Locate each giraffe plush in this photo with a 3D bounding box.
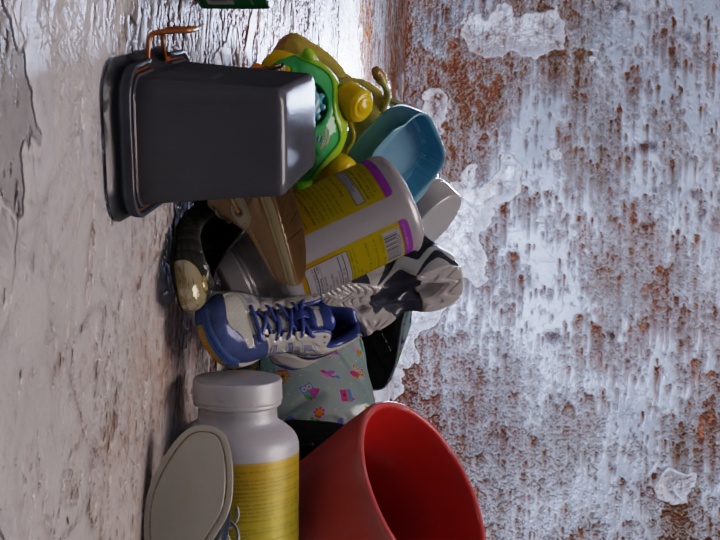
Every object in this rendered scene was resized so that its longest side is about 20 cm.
[{"bbox_3d":[-0.051,-0.147,1.571,0.162,0.200,0.173,-61,156,-17],"label":"giraffe plush"}]

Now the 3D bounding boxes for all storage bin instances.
[{"bbox_3d":[-0.112,-0.122,1.108,0.200,0.134,0.146,-64,155,-76],"label":"storage bin"}]

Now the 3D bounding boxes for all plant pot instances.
[{"bbox_3d":[-0.004,0.252,1.354,0.200,0.177,0.201,40,33,-34],"label":"plant pot"}]

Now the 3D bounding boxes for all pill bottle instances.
[{"bbox_3d":[0.024,-0.121,1.719,0.114,0.200,0.114,-39,160,-17],"label":"pill bottle"},{"bbox_3d":[-0.111,0.196,1.253,0.112,0.112,0.200,-43,134,-81],"label":"pill bottle"},{"bbox_3d":[-0.045,-0.030,1.373,0.104,0.200,0.104,61,-11,20],"label":"pill bottle"}]

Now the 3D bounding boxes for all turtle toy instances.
[{"bbox_3d":[-0.080,-0.136,1.442,0.101,0.146,0.200,-9,120,-48],"label":"turtle toy"}]

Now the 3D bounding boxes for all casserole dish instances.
[{"bbox_3d":[0.034,-0.118,1.532,0.121,0.039,0.200,-47,159,-3],"label":"casserole dish"}]

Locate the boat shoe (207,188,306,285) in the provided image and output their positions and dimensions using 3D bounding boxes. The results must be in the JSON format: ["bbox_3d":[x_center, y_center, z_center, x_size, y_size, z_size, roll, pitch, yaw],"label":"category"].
[{"bbox_3d":[-0.105,-0.075,1.253,0.071,0.064,0.200,-61,132,-70],"label":"boat shoe"}]

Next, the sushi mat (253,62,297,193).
[{"bbox_3d":[-0.109,-0.107,1.360,0.012,0.096,0.200,51,-27,46],"label":"sushi mat"}]

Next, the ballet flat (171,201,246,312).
[{"bbox_3d":[-0.134,-0.027,1.257,0.200,0.057,0.067,-78,166,-59],"label":"ballet flat"}]

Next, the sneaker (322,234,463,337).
[{"bbox_3d":[0.000,0.000,1.506,0.130,0.199,0.080,-121,-165,-52],"label":"sneaker"}]

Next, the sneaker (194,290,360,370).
[{"bbox_3d":[-0.074,0.045,1.280,0.200,0.088,0.075,7,64,-62],"label":"sneaker"}]

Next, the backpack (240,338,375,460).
[{"bbox_3d":[-0.057,0.136,1.490,0.127,0.167,0.200,-53,-146,38],"label":"backpack"}]

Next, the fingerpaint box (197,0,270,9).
[{"bbox_3d":[-0.123,-0.347,1.227,0.200,0.073,0.167,63,29,-76],"label":"fingerpaint box"}]

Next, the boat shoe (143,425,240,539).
[{"bbox_3d":[-0.141,0.232,1.166,0.062,0.075,0.200,51,41,-77],"label":"boat shoe"}]

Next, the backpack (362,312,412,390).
[{"bbox_3d":[-0.018,0.024,1.647,0.151,0.177,0.200,-70,173,-62],"label":"backpack"}]
